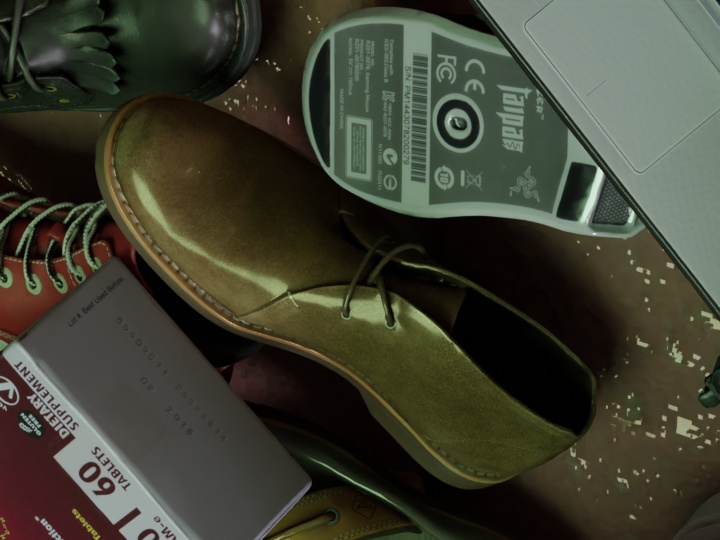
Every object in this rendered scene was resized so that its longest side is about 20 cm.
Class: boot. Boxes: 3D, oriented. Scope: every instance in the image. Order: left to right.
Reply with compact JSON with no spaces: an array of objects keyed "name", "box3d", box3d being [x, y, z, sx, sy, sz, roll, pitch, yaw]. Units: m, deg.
[{"name":"boot","box3d":[-0.151,-0.065,0.902,0.199,0.174,0.070,-7,102,39]},{"name":"boot","box3d":[-0.128,-0.016,0.958,0.199,0.073,0.144,29,158,-4]},{"name":"boot","box3d":[0.000,0.000,0.898,0.200,0.074,0.075,37,155,-16]}]

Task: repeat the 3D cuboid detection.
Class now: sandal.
[{"name":"sandal","box3d":[-0.015,0.108,0.968,0.199,0.055,0.082,27,134,-4]}]

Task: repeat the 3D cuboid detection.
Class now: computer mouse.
[{"name":"computer mouse","box3d":[0.071,-0.050,0.851,0.199,0.044,0.110,13,112,31]}]

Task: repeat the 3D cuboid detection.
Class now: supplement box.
[{"name":"supplement box","box3d":[-0.117,0.089,0.945,0.109,0.061,0.200,48,138,-3]}]

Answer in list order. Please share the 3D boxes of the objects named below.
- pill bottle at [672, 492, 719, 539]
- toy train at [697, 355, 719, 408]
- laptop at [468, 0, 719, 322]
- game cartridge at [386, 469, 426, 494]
[{"name":"pill bottle","box3d":[0.106,0.161,0.869,0.108,0.200,0.109,19,130,24]},{"name":"toy train","box3d":[0.188,0.014,0.826,0.046,0.034,0.200,45,136,-18]},{"name":"laptop","box3d":[0.144,-0.096,0.715,0.200,0.116,0.188,-39,96,2]},{"name":"game cartridge","box3d":[-0.024,0.167,1.091,0.175,0.032,0.201,2,124,34]}]
